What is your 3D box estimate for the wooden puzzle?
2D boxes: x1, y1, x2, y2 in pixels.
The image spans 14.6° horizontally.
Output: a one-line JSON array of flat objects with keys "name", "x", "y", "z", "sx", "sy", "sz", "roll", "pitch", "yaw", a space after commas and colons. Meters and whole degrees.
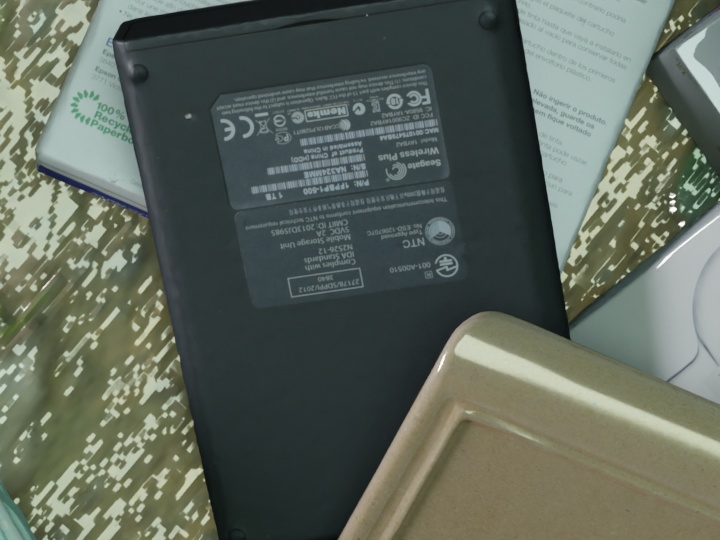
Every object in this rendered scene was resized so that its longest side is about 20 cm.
[{"name": "wooden puzzle", "x": 0.080, "y": 0.121, "z": 1.012, "sx": 0.185, "sy": 0.037, "sz": 0.200, "roll": 23, "pitch": 121, "yaw": -7}]

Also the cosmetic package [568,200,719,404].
[{"name": "cosmetic package", "x": 0.178, "y": 0.063, "z": 1.008, "sx": 0.200, "sy": 0.151, "sz": 0.052, "roll": 49, "pitch": 41, "yaw": 1}]

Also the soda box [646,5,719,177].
[{"name": "soda box", "x": 0.191, "y": -0.016, "z": 1.050, "sx": 0.064, "sy": 0.068, "sz": 0.200, "roll": -36, "pitch": 91, "yaw": -5}]

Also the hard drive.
[{"name": "hard drive", "x": 0.000, "y": 0.000, "z": 1.001, "sx": 0.139, "sy": 0.033, "sz": 0.201, "roll": -8, "pitch": 110, "yaw": 7}]

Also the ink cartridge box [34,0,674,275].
[{"name": "ink cartridge box", "x": 0.007, "y": -0.090, "z": 1.050, "sx": 0.196, "sy": 0.043, "sz": 0.200, "roll": 24, "pitch": 82, "yaw": -4}]

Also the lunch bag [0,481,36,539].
[{"name": "lunch bag", "x": -0.172, "y": 0.146, "z": 1.004, "sx": 0.160, "sy": 0.077, "sz": 0.200, "roll": -28, "pitch": 91, "yaw": -7}]
